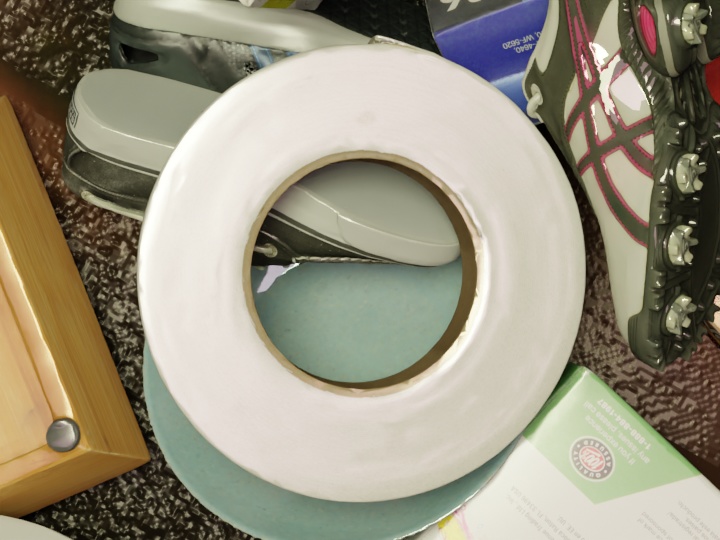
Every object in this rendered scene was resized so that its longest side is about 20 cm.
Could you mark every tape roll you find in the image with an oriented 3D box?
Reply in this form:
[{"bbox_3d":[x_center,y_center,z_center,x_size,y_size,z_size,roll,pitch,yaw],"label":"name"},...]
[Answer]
[{"bbox_3d":[0.000,0.000,0.748,0.202,0.037,0.204,0,91,-7],"label":"tape roll"}]

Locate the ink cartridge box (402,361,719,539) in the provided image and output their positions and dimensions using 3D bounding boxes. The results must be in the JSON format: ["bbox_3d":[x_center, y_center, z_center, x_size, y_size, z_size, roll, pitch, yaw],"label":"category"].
[{"bbox_3d":[0.089,0.165,0.821,0.145,0.088,0.200,43,90,2],"label":"ink cartridge box"}]

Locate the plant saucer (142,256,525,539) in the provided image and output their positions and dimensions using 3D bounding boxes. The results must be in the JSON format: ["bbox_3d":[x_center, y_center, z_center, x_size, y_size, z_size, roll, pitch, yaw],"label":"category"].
[{"bbox_3d":[-0.006,0.043,0.827,0.200,0.039,0.202,-5,66,11],"label":"plant saucer"}]

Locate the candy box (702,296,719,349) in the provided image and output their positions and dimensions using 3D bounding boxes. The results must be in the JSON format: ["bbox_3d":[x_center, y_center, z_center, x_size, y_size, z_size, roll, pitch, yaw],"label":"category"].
[{"bbox_3d":[0.264,-0.015,0.828,0.200,0.055,0.116,-42,89,2],"label":"candy box"}]

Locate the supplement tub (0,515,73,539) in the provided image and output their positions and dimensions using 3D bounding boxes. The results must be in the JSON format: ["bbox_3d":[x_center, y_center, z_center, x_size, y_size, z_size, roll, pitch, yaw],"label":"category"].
[{"bbox_3d":[-0.191,0.230,0.785,0.140,0.140,0.201,18,108,2],"label":"supplement tub"}]

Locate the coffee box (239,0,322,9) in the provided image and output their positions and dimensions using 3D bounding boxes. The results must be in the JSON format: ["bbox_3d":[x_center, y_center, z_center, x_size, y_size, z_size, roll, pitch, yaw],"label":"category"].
[{"bbox_3d":[-0.026,-0.246,0.695,0.200,0.198,0.200,-42,93,10],"label":"coffee box"}]

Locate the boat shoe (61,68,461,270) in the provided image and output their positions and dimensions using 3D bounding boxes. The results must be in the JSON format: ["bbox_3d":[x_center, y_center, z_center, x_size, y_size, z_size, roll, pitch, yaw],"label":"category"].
[{"bbox_3d":[-0.046,-0.037,0.812,0.199,0.071,0.064,19,129,-1],"label":"boat shoe"}]

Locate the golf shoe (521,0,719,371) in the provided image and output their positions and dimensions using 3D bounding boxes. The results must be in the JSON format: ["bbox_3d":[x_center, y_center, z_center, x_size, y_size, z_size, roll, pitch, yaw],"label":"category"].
[{"bbox_3d":[0.118,-0.059,0.728,0.088,0.077,0.201,3,97,38],"label":"golf shoe"}]

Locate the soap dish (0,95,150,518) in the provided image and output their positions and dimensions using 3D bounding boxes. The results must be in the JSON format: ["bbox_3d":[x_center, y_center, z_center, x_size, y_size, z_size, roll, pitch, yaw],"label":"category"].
[{"bbox_3d":[-0.214,0.033,0.835,0.157,0.081,0.201,-22,88,2],"label":"soap dish"}]

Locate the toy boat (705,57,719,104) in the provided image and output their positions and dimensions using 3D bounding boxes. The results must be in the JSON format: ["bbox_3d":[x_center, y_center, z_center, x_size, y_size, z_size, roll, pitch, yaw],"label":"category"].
[{"bbox_3d":[0.194,-0.119,0.777,0.200,0.130,0.131,-50,127,1],"label":"toy boat"}]

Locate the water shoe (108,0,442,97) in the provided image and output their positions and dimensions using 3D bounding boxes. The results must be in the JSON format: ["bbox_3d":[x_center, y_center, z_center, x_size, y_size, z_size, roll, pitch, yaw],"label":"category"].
[{"bbox_3d":[-0.027,-0.099,0.844,0.199,0.072,0.079,14,119,1],"label":"water shoe"}]

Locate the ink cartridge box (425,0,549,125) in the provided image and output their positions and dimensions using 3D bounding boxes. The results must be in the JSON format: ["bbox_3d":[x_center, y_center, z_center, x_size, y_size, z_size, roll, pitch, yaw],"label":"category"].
[{"bbox_3d":[0.075,-0.166,0.795,0.099,0.039,0.201,-18,65,16],"label":"ink cartridge box"}]
